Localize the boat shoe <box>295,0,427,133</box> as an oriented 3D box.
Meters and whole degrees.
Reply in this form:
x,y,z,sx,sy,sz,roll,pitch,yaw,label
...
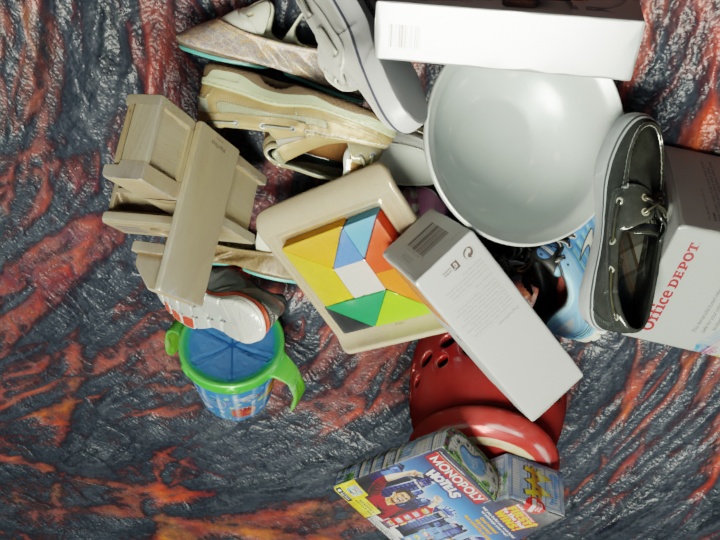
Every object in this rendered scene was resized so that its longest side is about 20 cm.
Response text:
x,y,z,sx,sy,sz,roll,pitch,yaw,label
-0.007,-0.191,0.661,0.066,0.201,0.072,-36,157,27,boat shoe

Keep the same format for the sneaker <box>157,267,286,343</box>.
x,y,z,sx,sy,sz,roll,pitch,yaw,label
-0.178,0.030,0.956,0.199,0.082,0.077,23,127,26,sneaker

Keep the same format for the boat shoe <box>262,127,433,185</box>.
x,y,z,sx,sy,sz,roll,pitch,yaw,label
-0.005,-0.117,0.792,0.199,0.069,0.075,10,131,5,boat shoe

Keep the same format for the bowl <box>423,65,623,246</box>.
x,y,z,sx,sy,sz,roll,pitch,yaw,label
0.138,-0.124,0.713,0.200,0.090,0.202,-1,94,-17,bowl

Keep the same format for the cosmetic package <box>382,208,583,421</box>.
x,y,z,sx,sy,sz,roll,pitch,yaw,label
0.118,0.042,0.736,0.071,0.101,0.200,-42,113,-1,cosmetic package

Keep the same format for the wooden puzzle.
x,y,z,sx,sy,sz,roll,pitch,yaw,label
0.000,0.000,0.809,0.184,0.037,0.200,-17,116,36,wooden puzzle

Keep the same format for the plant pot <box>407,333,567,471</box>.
x,y,z,sx,sy,sz,roll,pitch,yaw,label
0.155,0.175,0.929,0.199,0.183,0.201,6,128,7,plant pot

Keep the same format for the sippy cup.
x,y,z,sx,sy,sz,roll,pitch,yaw,label
-0.168,0.129,1.006,0.139,0.178,0.131,-22,147,-22,sippy cup

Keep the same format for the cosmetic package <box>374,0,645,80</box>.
x,y,z,sx,sy,sz,roll,pitch,yaw,label
0.121,-0.220,0.623,0.199,0.151,0.052,7,129,7,cosmetic package

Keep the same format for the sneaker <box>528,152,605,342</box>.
x,y,z,sx,sy,sz,roll,pitch,yaw,label
0.218,-0.026,0.759,0.090,0.078,0.201,4,99,-24,sneaker

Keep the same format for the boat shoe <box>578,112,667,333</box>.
x,y,z,sx,sy,sz,roll,pitch,yaw,label
0.246,-0.041,0.677,0.068,0.057,0.201,6,96,-24,boat shoe

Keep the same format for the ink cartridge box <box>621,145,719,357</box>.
x,y,z,sx,sy,sz,roll,pitch,yaw,label
0.370,-0.011,0.743,0.199,0.145,0.146,13,132,2,ink cartridge box

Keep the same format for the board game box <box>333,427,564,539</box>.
x,y,z,sx,sy,sz,roll,pitch,yaw,label
0.110,0.246,0.836,0.199,0.062,0.200,-28,118,28,board game box

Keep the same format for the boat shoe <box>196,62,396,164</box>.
x,y,z,sx,sy,sz,roll,pitch,yaw,label
-0.064,-0.139,0.733,0.199,0.072,0.077,17,97,13,boat shoe

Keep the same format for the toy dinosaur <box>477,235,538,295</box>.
x,y,z,sx,sy,sz,roll,pitch,yaw,label
0.170,-0.028,0.830,0.136,0.102,0.200,-43,95,16,toy dinosaur

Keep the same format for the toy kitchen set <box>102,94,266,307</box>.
x,y,z,sx,sy,sz,roll,pitch,yaw,label
-0.227,-0.057,0.758,0.180,0.164,0.200,6,167,22,toy kitchen set

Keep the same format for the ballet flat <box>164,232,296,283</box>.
x,y,z,sx,sy,sz,roll,pitch,yaw,label
-0.140,-0.035,0.907,0.199,0.068,0.073,11,112,9,ballet flat

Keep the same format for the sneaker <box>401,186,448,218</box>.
x,y,z,sx,sy,sz,roll,pitch,yaw,label
0.042,-0.017,0.867,0.088,0.081,0.200,29,135,-20,sneaker

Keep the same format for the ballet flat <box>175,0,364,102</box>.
x,y,z,sx,sy,sz,roll,pitch,yaw,label
-0.077,-0.223,0.735,0.199,0.068,0.068,15,112,-6,ballet flat
